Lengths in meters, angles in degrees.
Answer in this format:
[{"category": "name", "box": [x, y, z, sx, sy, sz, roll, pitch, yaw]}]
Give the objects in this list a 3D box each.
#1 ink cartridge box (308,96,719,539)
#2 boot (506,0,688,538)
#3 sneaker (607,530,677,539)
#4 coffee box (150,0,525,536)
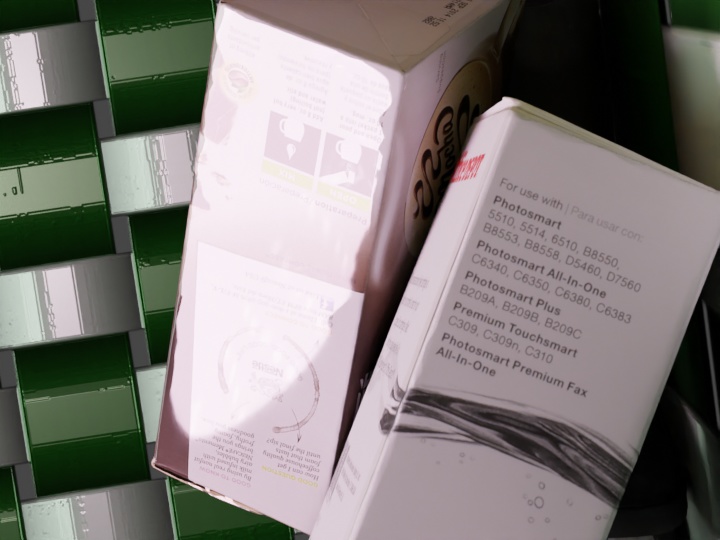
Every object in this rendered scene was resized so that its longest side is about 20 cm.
[{"category": "ink cartridge box", "box": [0.045, 0.052, 0.840, 0.146, 0.084, 0.201, -148, 80, -87]}, {"category": "boot", "box": [0.086, -0.014, 0.973, 0.165, 0.065, 0.202, -110, 16, -73]}, {"category": "sneaker", "box": [0.099, 0.170, 1.057, 0.076, 0.076, 0.201, -104, 4, -53]}, {"category": "coffee box", "box": [-0.009, -0.016, 0.936, 0.113, 0.079, 0.201, -40, -34, -54]}]
